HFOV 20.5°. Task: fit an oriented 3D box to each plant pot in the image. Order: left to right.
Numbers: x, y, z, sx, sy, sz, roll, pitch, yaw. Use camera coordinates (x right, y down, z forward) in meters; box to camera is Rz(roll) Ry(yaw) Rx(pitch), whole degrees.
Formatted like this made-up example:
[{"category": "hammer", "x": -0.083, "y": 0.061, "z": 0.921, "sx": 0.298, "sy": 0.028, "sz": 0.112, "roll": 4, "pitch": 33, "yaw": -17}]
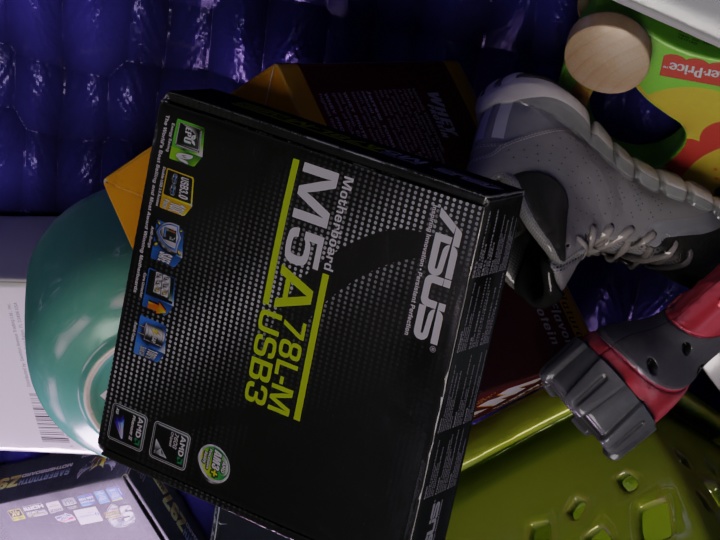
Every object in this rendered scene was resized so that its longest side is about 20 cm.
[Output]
[{"category": "plant pot", "x": 0.151, "y": 0.170, "z": 1.168, "sx": 0.199, "sy": 0.182, "sz": 0.200, "roll": -31, "pitch": 144, "yaw": 23}]

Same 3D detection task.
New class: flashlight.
[{"category": "flashlight", "x": 0.189, "y": 0.013, "z": 1.068, "sx": 0.200, "sy": 0.068, "sz": 0.068, "roll": -42, "pitch": 99, "yaw": -2}]

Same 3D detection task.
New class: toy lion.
[{"category": "toy lion", "x": 0.208, "y": -0.069, "z": 1.145, "sx": 0.199, "sy": 0.069, "sz": 0.192, "roll": 12, "pitch": 135, "yaw": 6}]

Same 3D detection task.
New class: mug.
[{"category": "mug", "x": -0.107, "y": 0.041, "z": 1.182, "sx": 0.184, "sy": 0.115, "sz": 0.152, "roll": 2, "pitch": 123, "yaw": -10}]

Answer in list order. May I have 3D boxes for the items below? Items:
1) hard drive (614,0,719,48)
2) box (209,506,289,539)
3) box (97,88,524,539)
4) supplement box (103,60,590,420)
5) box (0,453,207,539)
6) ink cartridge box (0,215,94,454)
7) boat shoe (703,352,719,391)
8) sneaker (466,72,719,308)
[{"category": "hard drive", "x": 0.213, "y": -0.178, "z": 1.035, "sx": 0.200, "sy": 0.026, "sz": 0.132, "roll": 23, "pitch": 89, "yaw": -4}, {"category": "box", "x": -0.031, "y": 0.271, "z": 1.316, "sx": 0.124, "sy": 0.197, "sz": 0.200, "roll": 1, "pitch": 160, "yaw": 11}, {"category": "box", "x": -0.030, "y": 0.029, "z": 0.987, "sx": 0.193, "sy": 0.047, "sz": 0.201, "roll": 21, "pitch": 107, "yaw": 30}, {"category": "supplement box", "x": 0.000, "y": 0.000, "z": 1.110, "sx": 0.133, "sy": 0.200, "sz": 0.198, "roll": -30, "pitch": 81, "yaw": 30}, {"category": "box", "x": -0.213, "y": 0.210, "z": 1.454, "sx": 0.199, "sy": 0.051, "sz": 0.158, "roll": -13, "pitch": 122, "yaw": 22}, {"category": "ink cartridge box", "x": -0.236, "y": 0.042, "z": 1.315, "sx": 0.199, "sy": 0.083, "sz": 0.146, "roll": 2, "pitch": 126, "yaw": 12}, {"category": "boat shoe", "x": 0.257, "y": 0.054, "z": 1.174, "sx": 0.066, "sy": 0.072, "sz": 0.200, "roll": -39, "pitch": 139, "yaw": 19}, {"category": "sneaker", "x": 0.133, "y": -0.012, "z": 1.110, "sx": 0.200, "sy": 0.116, "sz": 0.075, "roll": 33, "pitch": 144, "yaw": -15}]
